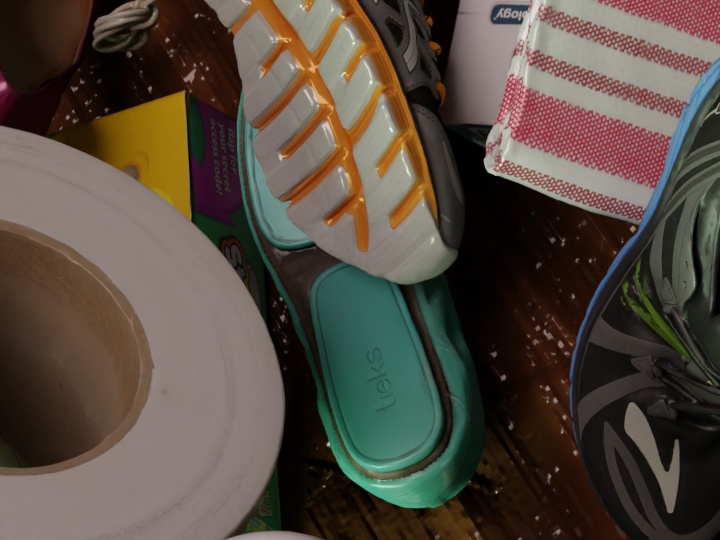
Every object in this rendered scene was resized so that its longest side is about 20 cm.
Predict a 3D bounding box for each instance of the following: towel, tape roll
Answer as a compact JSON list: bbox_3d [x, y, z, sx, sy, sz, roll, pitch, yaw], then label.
[{"bbox_3d":[0.130,-0.106,1.023,0.030,0.146,0.201,173,113,-73],"label":"towel"},{"bbox_3d":[-0.139,0.067,1.008,0.203,0.202,0.139,61,143,31],"label":"tape roll"}]

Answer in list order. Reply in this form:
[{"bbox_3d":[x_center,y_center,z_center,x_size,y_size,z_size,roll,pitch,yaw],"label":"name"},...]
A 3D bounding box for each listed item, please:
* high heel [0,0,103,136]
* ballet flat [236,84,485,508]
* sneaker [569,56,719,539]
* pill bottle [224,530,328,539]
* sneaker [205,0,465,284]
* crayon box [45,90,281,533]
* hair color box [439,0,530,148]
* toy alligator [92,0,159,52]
[{"bbox_3d":[-0.124,-0.103,1.181,0.096,0.067,0.200,-37,27,44],"label":"high heel"},{"bbox_3d":[0.000,0.000,1.107,0.067,0.070,0.201,-18,63,7],"label":"ballet flat"},{"bbox_3d":[0.116,0.019,0.974,0.083,0.070,0.200,-94,16,-51],"label":"sneaker"},{"bbox_3d":[0.020,0.154,0.967,0.114,0.200,0.115,-10,71,31],"label":"pill bottle"},{"bbox_3d":[-0.005,-0.090,1.075,0.078,0.077,0.201,-40,68,46],"label":"sneaker"},{"bbox_3d":[-0.119,0.050,1.181,0.172,0.058,0.201,-17,67,29],"label":"crayon box"},{"bbox_3d":[0.101,-0.139,1.087,0.100,0.060,0.201,5,79,37],"label":"hair color box"},{"bbox_3d":[-0.030,-0.149,1.180,0.199,0.059,0.054,-24,64,26],"label":"toy alligator"}]
